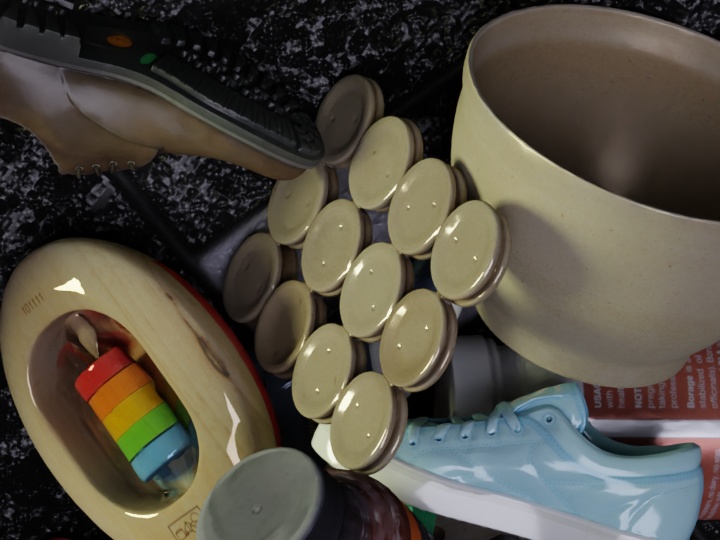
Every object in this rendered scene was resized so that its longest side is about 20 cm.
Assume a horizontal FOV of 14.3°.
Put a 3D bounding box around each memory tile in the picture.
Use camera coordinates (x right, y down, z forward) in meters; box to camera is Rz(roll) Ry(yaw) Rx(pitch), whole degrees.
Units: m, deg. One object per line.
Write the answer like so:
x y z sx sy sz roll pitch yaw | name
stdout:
0.000 0.000 1.450 0.017 0.200 0.153 20 108 -34 | memory tile

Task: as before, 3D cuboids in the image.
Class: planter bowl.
0.130 -0.027 1.462 0.200 0.200 0.135 12 123 -11 | planter bowl

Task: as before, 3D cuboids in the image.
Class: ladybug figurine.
-0.106 0.069 1.503 0.136 0.072 0.200 -36 84 33 | ladybug figurine

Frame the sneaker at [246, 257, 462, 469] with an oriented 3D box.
-0.013 0.046 1.535 0.084 0.075 0.200 31 100 -5 | sneaker

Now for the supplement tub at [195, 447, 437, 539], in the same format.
0.000 0.169 1.406 0.107 0.107 0.200 -34 132 7 | supplement tub

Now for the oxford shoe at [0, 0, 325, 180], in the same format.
-0.116 -0.083 1.474 0.200 0.073 0.085 21 118 -6 | oxford shoe

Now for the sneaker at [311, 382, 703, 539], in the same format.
0.078 0.089 1.457 0.200 0.074 0.082 16 95 1 | sneaker

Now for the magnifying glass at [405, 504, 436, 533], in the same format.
-0.025 0.169 1.553 0.022 0.080 0.200 27 138 -23 | magnifying glass

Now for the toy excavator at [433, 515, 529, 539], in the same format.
0.032 0.230 1.609 0.194 0.100 0.200 -21 122 3 | toy excavator

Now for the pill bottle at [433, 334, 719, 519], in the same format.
0.143 0.078 1.543 0.199 0.112 0.112 1 112 -7 | pill bottle

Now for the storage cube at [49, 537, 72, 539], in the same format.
-0.124 0.263 1.515 0.171 0.180 0.200 2 119 33 | storage cube
